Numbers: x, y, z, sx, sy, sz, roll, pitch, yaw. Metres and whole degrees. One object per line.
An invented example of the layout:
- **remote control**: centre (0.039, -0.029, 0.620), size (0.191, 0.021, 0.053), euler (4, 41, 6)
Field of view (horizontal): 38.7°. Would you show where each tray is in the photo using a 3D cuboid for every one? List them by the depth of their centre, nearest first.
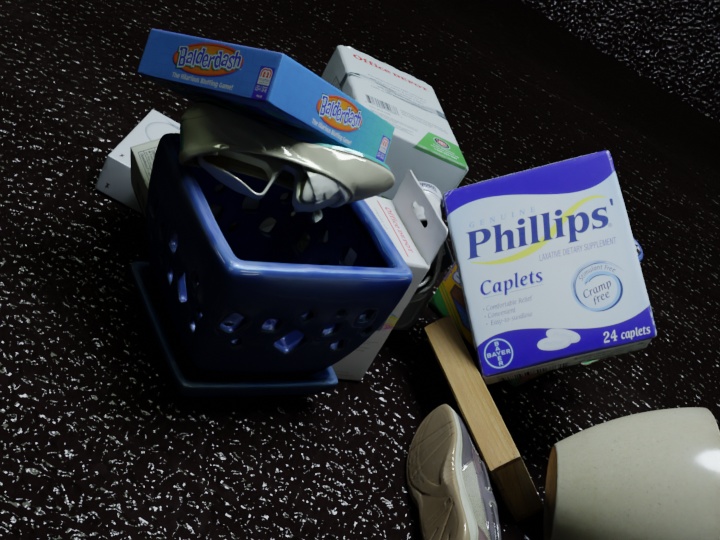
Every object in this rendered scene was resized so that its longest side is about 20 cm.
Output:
- **tray**: centre (0.124, 0.149, 1.057), size (0.201, 0.037, 0.099), euler (-112, 175, -48)

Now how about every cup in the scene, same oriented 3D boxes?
- **cup**: centre (0.252, 0.226, 0.983), size (0.141, 0.203, 0.201), euler (5, 29, 5)

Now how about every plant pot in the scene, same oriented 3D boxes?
- **plant pot**: centre (-0.100, 0.007, 0.961), size (0.198, 0.181, 0.201), euler (3, 39, -36)

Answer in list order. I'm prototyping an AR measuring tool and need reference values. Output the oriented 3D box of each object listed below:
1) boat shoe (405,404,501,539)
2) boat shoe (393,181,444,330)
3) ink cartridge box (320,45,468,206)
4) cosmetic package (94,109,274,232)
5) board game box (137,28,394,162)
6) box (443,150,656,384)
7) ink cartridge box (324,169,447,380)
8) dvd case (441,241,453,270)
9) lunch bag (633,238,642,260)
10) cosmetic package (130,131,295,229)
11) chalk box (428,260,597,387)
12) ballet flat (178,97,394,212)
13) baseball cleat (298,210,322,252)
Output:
- **boat shoe**: centre (0.090, 0.207, 0.958), size (0.065, 0.072, 0.201), euler (36, 20, -21)
- **boat shoe**: centre (0.056, 0.001, 1.121), size (0.071, 0.202, 0.066), euler (7, 41, -10)
- **ink cartridge box**: centre (0.030, -0.170, 1.232), size (0.145, 0.083, 0.201), euler (20, 31, -23)
- **cosmetic package**: centre (-0.185, -0.095, 1.185), size (0.198, 0.052, 0.151), euler (28, 31, -6)
- **board game box**: centre (-0.080, -0.154, 0.932), size (0.151, 0.046, 0.199), euler (17, -2, 30)
- **box**: centre (0.194, 0.000, 1.083), size (0.105, 0.181, 0.203), euler (46, 31, -76)
- **ink cartridge box**: centre (0.000, 0.000, 1.052), size (0.067, 0.201, 0.118), euler (11, 33, -32)
- **dvd case**: centre (0.051, -0.110, 1.368), size (0.201, 0.025, 0.151), euler (53, -6, 36)
- **lunch bag**: centre (0.257, -0.032, 1.231), size (0.160, 0.076, 0.199), euler (44, 30, 16)
- **cosmetic package**: centre (-0.133, -0.097, 1.080), size (0.198, 0.087, 0.104), euler (-19, 74, -18)
- **chalk box**: centre (0.209, 0.052, 1.257), size (0.200, 0.125, 0.124), euler (46, 31, 24)
- **ballet flat**: centre (-0.066, -0.086, 0.898), size (0.198, 0.070, 0.070), euler (18, 30, -14)
- **baseball cleat**: centre (-0.046, -0.090, 1.191), size (0.105, 0.070, 0.202), euler (-4, 68, -31)
